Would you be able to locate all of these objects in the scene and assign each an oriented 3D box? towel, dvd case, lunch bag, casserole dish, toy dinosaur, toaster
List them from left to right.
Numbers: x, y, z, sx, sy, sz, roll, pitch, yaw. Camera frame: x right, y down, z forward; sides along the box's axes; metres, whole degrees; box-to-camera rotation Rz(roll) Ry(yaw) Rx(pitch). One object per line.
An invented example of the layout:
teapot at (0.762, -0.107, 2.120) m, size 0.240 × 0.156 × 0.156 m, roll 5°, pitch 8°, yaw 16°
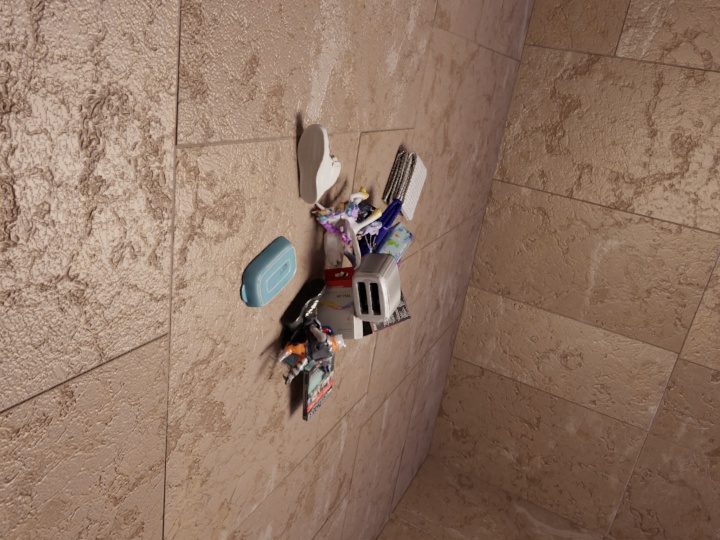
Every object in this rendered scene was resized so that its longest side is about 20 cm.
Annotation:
casserole dish at (-0.207, 0.007, 1.289) m, size 0.201 × 0.038 × 0.123 m, roll -51°, pitch 150°, yaw -44°
dvd case at (-0.124, 0.332, 1.632) m, size 0.146 × 0.022 × 0.203 m, roll -42°, pitch 145°, yaw -49°
toy dinosaur at (0.000, 0.000, 1.603) m, size 0.105 × 0.179 × 0.204 m, roll -29°, pitch 140°, yaw -66°
toaster at (0.042, 0.043, 1.478) m, size 0.130 × 0.111 × 0.204 m, roll -57°, pitch 146°, yaw -57°
towel at (0.053, -0.125, 1.704) m, size 0.149 × 0.049 × 0.201 m, roll -59°, pitch -176°, yaw -40°
lunch bag at (0.079, -0.056, 1.793) m, size 0.201 × 0.082 × 0.160 m, roll -56°, pitch -168°, yaw -33°
towel at (0.154, -0.292, 1.877) m, size 0.165 × 0.084 × 0.204 m, roll 33°, pitch 74°, yaw -69°

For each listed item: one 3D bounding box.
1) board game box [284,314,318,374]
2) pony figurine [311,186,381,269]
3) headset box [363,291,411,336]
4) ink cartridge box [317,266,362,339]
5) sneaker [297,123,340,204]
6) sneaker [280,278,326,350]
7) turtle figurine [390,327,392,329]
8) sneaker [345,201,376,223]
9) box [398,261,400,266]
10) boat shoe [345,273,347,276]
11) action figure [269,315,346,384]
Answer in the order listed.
board game box at (-0.141, 0.227, 1.599) m, size 0.153 × 0.046 × 0.201 m, roll -66°, pitch 157°, yaw -17°
pony figurine at (-0.032, -0.117, 1.478) m, size 0.198 × 0.165 × 0.197 m, roll -27°, pitch 107°, yaw -35°
headset box at (0.049, 0.112, 1.702) m, size 0.198 × 0.077 × 0.152 m, roll -16°, pitch 84°, yaw -41°
ink cartridge box at (-0.060, 0.091, 1.524) m, size 0.067 × 0.114 × 0.205 m, roll 13°, pitch 73°, yaw -69°
sneaker at (-0.095, -0.273, 1.314) m, size 0.116 × 0.073 × 0.203 m, roll -50°, pitch 159°, yaw -46°
sneaker at (-0.152, 0.122, 1.483) m, size 0.201 × 0.059 × 0.105 m, roll -52°, pitch 149°, yaw -30°
turtle figurine at (0.042, 0.150, 1.804) m, size 0.196 × 0.101 × 0.151 m, roll -19°, pitch 141°, yaw -15°
sneaker at (0.016, -0.161, 1.642) m, size 0.199 × 0.077 × 0.077 m, roll -15°, pitch 121°, yaw -64°
box at (0.113, -0.032, 2.029) m, size 0.143 × 0.035 × 0.204 m, roll -32°, pitch 135°, yaw -58°
boat shoe at (-0.006, 0.066, 1.785) m, size 0.075 × 0.059 × 0.201 m, roll -64°, pitch 157°, yaw -19°
action figure at (-0.123, 0.235, 1.446) m, size 0.191 × 0.105 × 0.202 m, roll -28°, pitch 124°, yaw -9°
